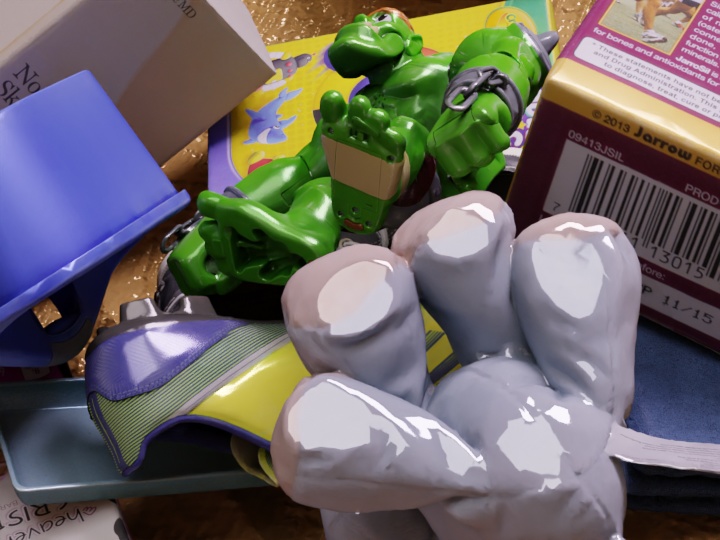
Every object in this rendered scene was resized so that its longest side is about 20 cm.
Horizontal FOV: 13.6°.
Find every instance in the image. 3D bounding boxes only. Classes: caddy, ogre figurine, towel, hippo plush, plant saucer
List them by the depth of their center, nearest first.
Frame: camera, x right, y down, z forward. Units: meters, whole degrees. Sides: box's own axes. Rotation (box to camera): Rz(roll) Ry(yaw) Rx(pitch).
[{"bbox_3d":[0.060,0.071,1.225,0.199,0.161,0.160,22,67,11],"label":"hippo plush"},{"bbox_3d":[0.008,-0.051,1.299,0.098,0.200,0.120,42,44,4],"label":"ogre figurine"},{"bbox_3d":[-0.154,-0.006,1.322,0.141,0.105,0.200,-31,4,19],"label":"caddy"},{"bbox_3d":[-0.063,0.071,1.324,0.199,0.019,0.070,-4,40,-20],"label":"plant saucer"},{"bbox_3d":[0.153,0.025,1.326,0.111,0.049,0.200,4,44,-7],"label":"towel"}]

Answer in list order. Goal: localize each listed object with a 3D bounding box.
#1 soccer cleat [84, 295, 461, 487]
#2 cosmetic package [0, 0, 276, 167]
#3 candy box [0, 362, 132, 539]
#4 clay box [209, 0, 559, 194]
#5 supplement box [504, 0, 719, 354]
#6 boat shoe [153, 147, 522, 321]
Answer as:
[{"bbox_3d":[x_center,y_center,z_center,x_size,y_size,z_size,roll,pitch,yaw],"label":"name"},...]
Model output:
[{"bbox_3d":[-0.025,0.055,1.308,0.199,0.065,0.084,-2,68,-25],"label":"soccer cleat"},{"bbox_3d":[-0.151,-0.080,1.441,0.200,0.105,0.071,-39,36,10],"label":"cosmetic package"},{"bbox_3d":[-0.165,0.134,1.311,0.136,0.061,0.200,-21,45,-6],"label":"candy box"},{"bbox_3d":[0.027,-0.070,1.455,0.199,0.048,0.115,-11,44,7],"label":"clay box"},{"bbox_3d":[0.159,-0.073,1.316,0.131,0.103,0.200,26,44,11],"label":"supplement box"},{"bbox_3d":[0.000,0.000,1.378,0.199,0.072,0.068,-18,16,8],"label":"boat shoe"}]
